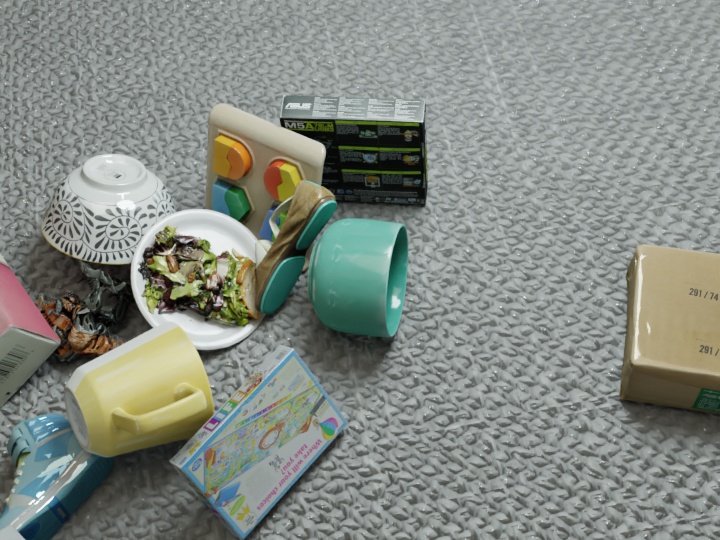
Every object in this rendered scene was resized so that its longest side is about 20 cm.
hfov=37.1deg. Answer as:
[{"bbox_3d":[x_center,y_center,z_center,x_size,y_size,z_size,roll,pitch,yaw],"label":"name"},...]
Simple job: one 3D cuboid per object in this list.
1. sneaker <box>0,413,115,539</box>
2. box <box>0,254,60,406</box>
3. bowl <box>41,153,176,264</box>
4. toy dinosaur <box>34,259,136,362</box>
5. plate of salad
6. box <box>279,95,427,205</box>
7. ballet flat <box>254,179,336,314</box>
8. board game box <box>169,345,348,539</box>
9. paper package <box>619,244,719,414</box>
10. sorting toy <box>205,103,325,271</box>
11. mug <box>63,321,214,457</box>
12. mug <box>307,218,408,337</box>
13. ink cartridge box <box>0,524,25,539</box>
[{"bbox_3d":[-0.420,0.265,1.345,0.130,0.080,0.200,33,56,20],"label":"sneaker"},{"bbox_3d":[-0.519,0.063,1.438,0.128,0.109,0.200,-46,63,4],"label":"box"},{"bbox_3d":[-0.347,-0.103,1.510,0.198,0.095,0.201,8,33,-5],"label":"bowl"},{"bbox_3d":[-0.364,0.071,1.466,0.198,0.102,0.137,26,83,5],"label":"toy dinosaur"},{"bbox_3d":[-0.213,0.008,1.466,0.198,0.048,0.202,6,72,-19],"label":"plate of salad"},{"bbox_3d":[-0.005,-0.167,1.509,0.198,0.194,0.048,3,56,7],"label":"box"},{"bbox_3d":[-0.103,-0.038,1.447,0.072,0.201,0.068,43,29,25],"label":"ballet flat"},{"bbox_3d":[-0.121,0.211,1.323,0.200,0.135,0.034,-46,28,-22],"label":"board game box"},{"bbox_3d":[0.440,0.079,1.373,0.198,0.104,0.192,8,60,9],"label":"paper package"},{"bbox_3d":[-0.142,-0.111,1.492,0.184,0.202,0.036,24,36,19],"label":"sorting toy"},{"bbox_3d":[-0.276,0.149,1.318,0.152,0.187,0.150,-19,72,-28],"label":"mug"},{"bbox_3d":[-0.002,0.010,1.440,0.113,0.185,0.154,6,83,11],"label":"mug"},{"bbox_3d":[-0.455,0.392,1.189,0.200,0.146,0.086,-45,88,-2],"label":"ink cartridge box"}]
